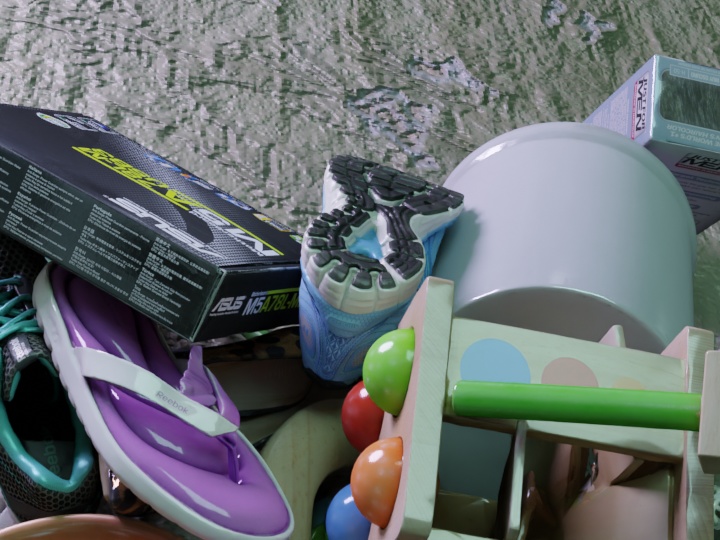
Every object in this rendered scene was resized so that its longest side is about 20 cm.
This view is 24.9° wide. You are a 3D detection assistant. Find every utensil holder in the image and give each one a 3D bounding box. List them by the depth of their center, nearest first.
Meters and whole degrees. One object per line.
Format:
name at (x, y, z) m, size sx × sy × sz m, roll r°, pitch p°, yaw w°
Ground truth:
utensil holder at (0.111, 0.029, 0.946) m, size 0.169 × 0.171 × 0.200 m, roll 21°, pitch 29°, yaw -1°

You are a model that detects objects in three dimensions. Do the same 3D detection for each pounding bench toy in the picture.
pounding bench toy at (0.076, 0.077, 0.732) m, size 0.155 × 0.200 × 0.125 m, roll 12°, pitch 61°, yaw -8°

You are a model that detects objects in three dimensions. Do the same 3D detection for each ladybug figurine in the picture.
ladybug figurine at (-0.016, 0.160, 0.834) m, size 0.135 × 0.072 × 0.201 m, roll 28°, pitch 49°, yaw -30°

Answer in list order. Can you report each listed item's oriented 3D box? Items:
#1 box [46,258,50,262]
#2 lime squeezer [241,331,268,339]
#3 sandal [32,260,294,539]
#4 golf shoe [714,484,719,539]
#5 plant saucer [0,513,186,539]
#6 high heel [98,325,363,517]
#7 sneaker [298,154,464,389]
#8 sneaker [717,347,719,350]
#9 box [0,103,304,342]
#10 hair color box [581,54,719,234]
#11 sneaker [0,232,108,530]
box at (-0.218, -0.010, 0.970) m, size 0.117 × 0.049 × 0.201 m, roll 10°, pitch 41°, yaw -15°
lime squeezer at (-0.016, 0.059, 1.000) m, size 0.199 × 0.038 × 0.071 m, roll 17°, pitch 9°, yaw -5°
sandal at (-0.099, 0.053, 0.789) m, size 0.082 × 0.050 × 0.203 m, roll -4°, pitch 42°, yaw -47°
golf shoe at (0.200, 0.147, 0.950) m, size 0.077 × 0.088 × 0.200 m, roll -17°, pitch 51°, yaw -34°
plant saucer at (-0.137, 0.204, 0.742) m, size 0.199 × 0.038 × 0.201 m, roll -3°, pitch 49°, yaw 4°
high heel at (-0.059, 0.076, 0.866) m, size 0.142 × 0.072 × 0.200 m, roll -3°, pitch 17°, yaw 4°
sneaker at (0.000, 0.000, 0.887) m, size 0.078 × 0.090 × 0.200 m, roll 20°, pitch 24°, yaw 7°
sneaker at (0.316, 0.073, 1.098) m, size 0.199 × 0.074 × 0.080 m, roll -16°, pitch 62°, yaw -27°
box at (-0.125, -0.031, 0.889) m, size 0.199 × 0.048 × 0.193 m, roll 29°, pitch 8°, yaw 16°
hair color box at (0.199, -0.070, 1.093) m, size 0.098 × 0.200 × 0.061 m, roll 11°, pitch 73°, yaw -12°
sneaker at (-0.174, 0.045, 0.851) m, size 0.077 × 0.091 × 0.201 m, roll -18°, pitch 74°, yaw -21°
